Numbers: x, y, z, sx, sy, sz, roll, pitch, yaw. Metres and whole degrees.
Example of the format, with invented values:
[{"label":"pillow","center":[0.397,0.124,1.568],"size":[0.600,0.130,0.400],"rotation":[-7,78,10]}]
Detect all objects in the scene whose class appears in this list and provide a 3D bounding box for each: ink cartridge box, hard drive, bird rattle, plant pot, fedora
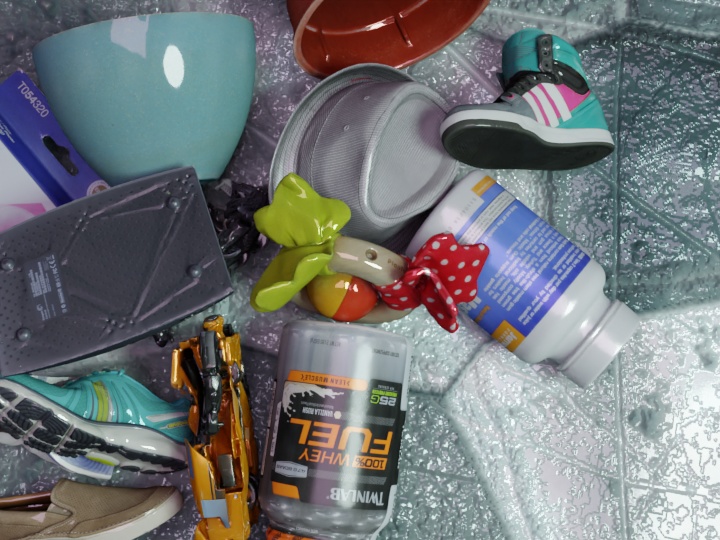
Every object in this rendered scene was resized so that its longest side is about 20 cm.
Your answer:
[{"label":"ink cartridge box","center":[-0.341,-0.063,0.933],"size":[0.200,0.043,0.196],"rotation":[-42,81,-3]},{"label":"hard drive","center":[-0.212,0.003,0.838],"size":[0.199,0.042,0.136],"rotation":[-21,70,-1]},{"label":"bird rattle","center":[0.000,0.000,0.855],"size":[0.199,0.163,0.113],"rotation":[10,69,-16]},{"label":"plant pot","center":[-0.002,-0.314,0.930],"size":[0.200,0.201,0.196],"rotation":[-23,73,0]},{"label":"plant pot","center":[-0.186,-0.143,0.914],"size":[0.199,0.200,0.136],"rotation":[-9,92,3]},{"label":"fedora","center":[0.021,-0.094,0.898],"size":[0.177,0.090,0.200],"rotation":[48,67,-24]}]

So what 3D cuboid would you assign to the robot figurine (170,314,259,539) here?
[{"label":"robot figurine","center":[-0.127,0.140,0.890],"size":[0.058,0.145,0.201],"rotation":[-8,90,1]}]

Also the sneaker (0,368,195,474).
[{"label":"sneaker","center":[-0.237,0.124,0.890],"size":[0.077,0.199,0.080],"rotation":[-29,48,41]}]

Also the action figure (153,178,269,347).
[{"label":"action figure","center":[-0.150,-0.027,0.929],"size":[0.102,0.119,0.200],"rotation":[43,92,4]}]

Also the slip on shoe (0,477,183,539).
[{"label":"slip on shoe","center":[-0.263,0.220,0.919],"size":[0.199,0.076,0.061],"rotation":[-14,97,9]}]

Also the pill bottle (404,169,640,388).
[{"label":"pill bottle","center":[0.147,0.011,0.902],"size":[0.200,0.112,0.112],"rotation":[41,86,9]}]

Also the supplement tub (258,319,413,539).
[{"label":"supplement tub","center":[-0.023,0.150,0.888],"size":[0.122,0.123,0.201],"rotation":[6,82,5]}]

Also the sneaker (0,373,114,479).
[{"label":"sneaker","center":[-0.321,0.127,0.936],"size":[0.199,0.115,0.081],"rotation":[26,72,-23]}]

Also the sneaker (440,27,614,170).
[{"label":"sneaker","center":[0.144,-0.162,0.913],"size":[0.199,0.084,0.121],"rotation":[0,69,-39]}]
